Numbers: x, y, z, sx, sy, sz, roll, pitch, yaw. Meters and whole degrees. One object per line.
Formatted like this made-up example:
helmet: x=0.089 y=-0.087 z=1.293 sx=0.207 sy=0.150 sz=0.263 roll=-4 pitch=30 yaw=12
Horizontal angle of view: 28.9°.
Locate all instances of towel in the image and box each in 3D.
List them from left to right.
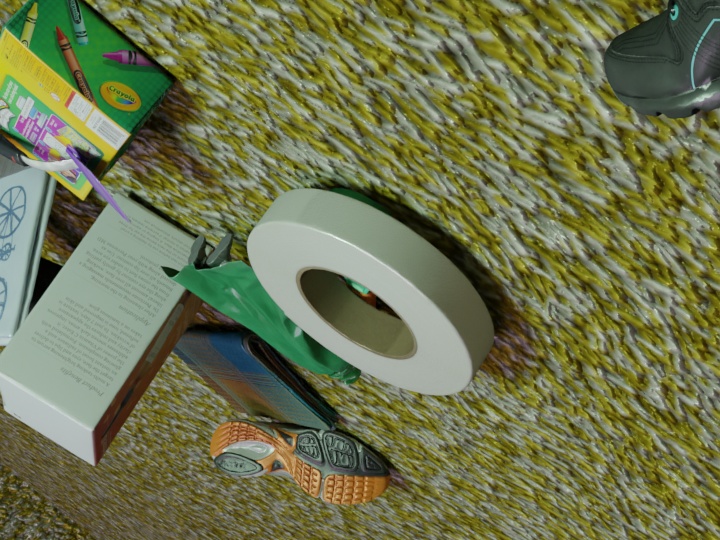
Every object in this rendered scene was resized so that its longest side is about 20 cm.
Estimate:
towel: x=-0.122 y=0.110 z=1.477 sx=0.147 sy=0.022 sz=0.200 roll=47 pitch=156 yaw=-25

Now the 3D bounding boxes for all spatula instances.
spatula: x=-0.257 y=-0.089 z=1.122 sx=0.200 sy=0.021 sz=0.057 roll=23 pitch=157 yaw=33

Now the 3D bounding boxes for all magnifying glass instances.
magnifying glass: x=0.000 y=0.000 z=1.084 sx=0.079 sy=0.022 sz=0.200 roll=29 pitch=157 yaw=15

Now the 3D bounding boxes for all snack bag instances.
snack bag: x=-0.369 y=-0.014 z=1.337 sx=0.199 sy=0.189 sz=0.021 roll=-7 pitch=159 yaw=39

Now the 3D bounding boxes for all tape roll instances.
tape roll: x=0.005 y=0.019 z=1.046 sx=0.202 sy=0.037 sz=0.203 roll=28 pitch=155 yaw=14

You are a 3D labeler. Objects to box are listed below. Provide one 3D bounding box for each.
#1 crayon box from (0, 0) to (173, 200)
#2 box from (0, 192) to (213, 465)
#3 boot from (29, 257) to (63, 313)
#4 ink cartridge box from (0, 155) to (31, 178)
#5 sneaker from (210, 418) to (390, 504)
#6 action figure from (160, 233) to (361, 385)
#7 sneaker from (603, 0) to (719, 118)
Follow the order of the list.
crayon box: x=-0.230 y=-0.136 z=1.099 sx=0.119 sy=0.058 sz=0.200 roll=40 pitch=157 yaw=-9
box: x=-0.235 y=0.057 z=1.291 sx=0.106 sy=0.200 sz=0.152 roll=31 pitch=159 yaw=2
boot: x=-0.343 y=-0.008 z=1.483 sx=0.199 sy=0.165 sz=0.066 roll=23 pitch=132 yaw=-28
ink cartridge box: x=-0.419 y=-0.127 z=1.233 sx=0.198 sy=0.200 sz=0.044 roll=28 pitch=115 yaw=17
sneaker: x=-0.056 y=0.197 z=1.508 sx=0.199 sy=0.076 sz=0.092 roll=13 pitch=-175 yaw=19
action figure: x=-0.067 y=0.041 z=1.218 sx=0.118 sy=0.055 sz=0.200 roll=3 pitch=148 yaw=50
sneaker: x=0.171 y=-0.120 z=0.565 sx=0.200 sy=0.075 sz=0.079 roll=-13 pitch=114 yaw=53
